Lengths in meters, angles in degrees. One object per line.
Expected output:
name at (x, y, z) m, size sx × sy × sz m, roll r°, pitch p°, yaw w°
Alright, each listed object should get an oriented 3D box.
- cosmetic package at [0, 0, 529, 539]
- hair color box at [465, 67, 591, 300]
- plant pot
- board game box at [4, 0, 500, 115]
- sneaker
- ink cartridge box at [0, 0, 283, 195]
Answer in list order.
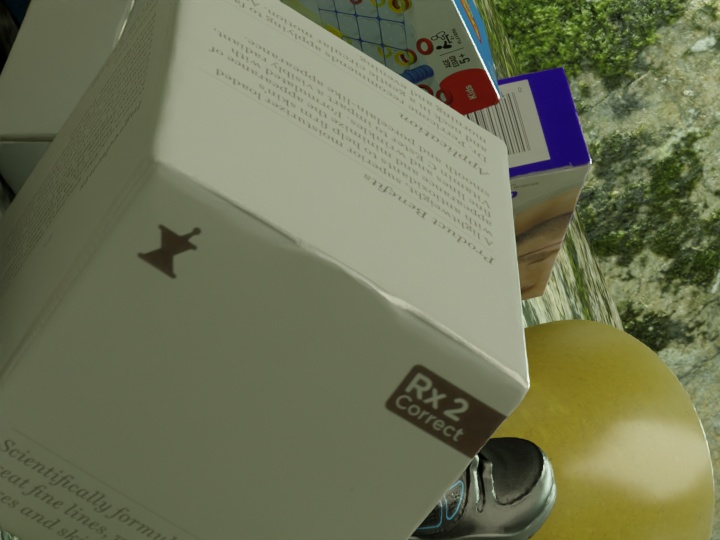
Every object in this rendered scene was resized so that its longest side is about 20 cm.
cosmetic package at (-0.048, 0.014, 1.134) m, size 0.164 × 0.165 × 0.200 m, roll 31°, pitch 24°, yaw -14°
hair color box at (0.057, -0.036, 1.628) m, size 0.200 × 0.109 × 0.065 m, roll 101°, pitch -24°, yaw -70°
plant pot at (0.081, 0.129, 1.682) m, size 0.142 × 0.200 × 0.201 m, roll 0°, pitch 69°, yaw -49°
board game box at (-0.053, -0.129, 1.450) m, size 0.200 × 0.195 × 0.056 m, roll 58°, pitch 17°, yaw -51°
sneaker at (0.030, 0.106, 1.516) m, size 0.073 × 0.199 × 0.082 m, roll 30°, pitch -62°, yaw 41°
ink cartridge box at (-0.082, -0.058, 1.354) m, size 0.200 × 0.084 × 0.146 m, roll 61°, pitch 38°, yaw -48°
